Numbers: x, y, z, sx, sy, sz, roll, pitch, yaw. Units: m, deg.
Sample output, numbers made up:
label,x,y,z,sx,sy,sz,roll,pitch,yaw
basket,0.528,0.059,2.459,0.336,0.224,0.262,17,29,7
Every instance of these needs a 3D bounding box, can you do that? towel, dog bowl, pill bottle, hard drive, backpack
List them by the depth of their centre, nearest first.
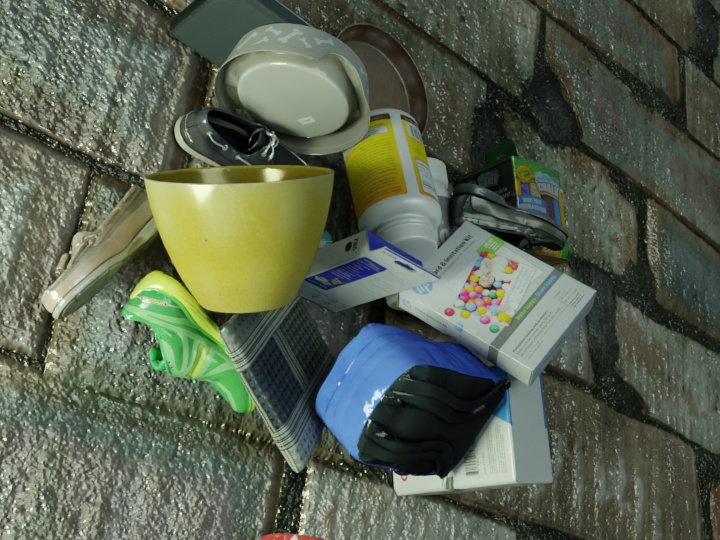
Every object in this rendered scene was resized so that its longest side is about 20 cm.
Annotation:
label,x,y,z,sx,sy,sz,roll,pitch,yaw
towel,-0.090,0.109,1.047,0.193,0.034,0.200,63,23,-13
backpack,0.041,0.150,1.052,0.200,0.168,0.163,16,104,-48
dog bowl,-0.080,-0.228,1.109,0.200,0.200,0.059,31,58,-32
hard drive,-0.123,-0.283,1.120,0.200,0.139,0.033,30,58,-33
pill bottle,0.042,-0.105,1.156,0.109,0.109,0.200,16,50,-39
pill bottle,0.084,-0.051,1.254,0.114,0.114,0.200,9,69,-41

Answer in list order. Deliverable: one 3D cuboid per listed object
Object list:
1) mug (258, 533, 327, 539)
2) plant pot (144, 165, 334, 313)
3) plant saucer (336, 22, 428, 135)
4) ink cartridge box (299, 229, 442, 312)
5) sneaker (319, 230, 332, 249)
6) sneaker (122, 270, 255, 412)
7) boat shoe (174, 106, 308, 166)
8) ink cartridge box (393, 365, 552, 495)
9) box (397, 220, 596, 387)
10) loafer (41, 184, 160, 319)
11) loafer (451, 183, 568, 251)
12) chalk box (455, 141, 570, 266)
label,x,y,z,sx,sy,sz,roll,pitch,yaw
mug,-0.089,0.385,0.931,0.177,0.133,0.200,33,52,-33
plant pot,-0.126,-0.034,0.951,0.200,0.200,0.142,-12,106,-45
plant saucer,0.023,-0.273,1.330,0.200,0.034,0.201,16,65,-38
ink cartridge box,0.000,0.000,1.096,0.099,0.200,0.039,29,59,-35
sneaker,-0.116,-0.064,1.099,0.200,0.071,0.080,9,74,-40
sneaker,-0.191,0.090,0.990,0.084,0.074,0.200,-41,114,-11
boat shoe,-0.135,-0.151,1.118,0.200,0.063,0.073,21,62,-37
ink cartridge box,0.138,0.213,1.153,0.084,0.200,0.146,12,68,-43
box,0.173,0.036,1.124,0.156,0.200,0.041,-43,150,-30
loafer,-0.278,-0.024,0.946,0.063,0.072,0.200,42,43,-3
loafer,0.209,-0.059,1.259,0.200,0.072,0.063,22,74,-25
chalk box,0.240,-0.103,1.412,0.124,0.125,0.200,11,69,-40
